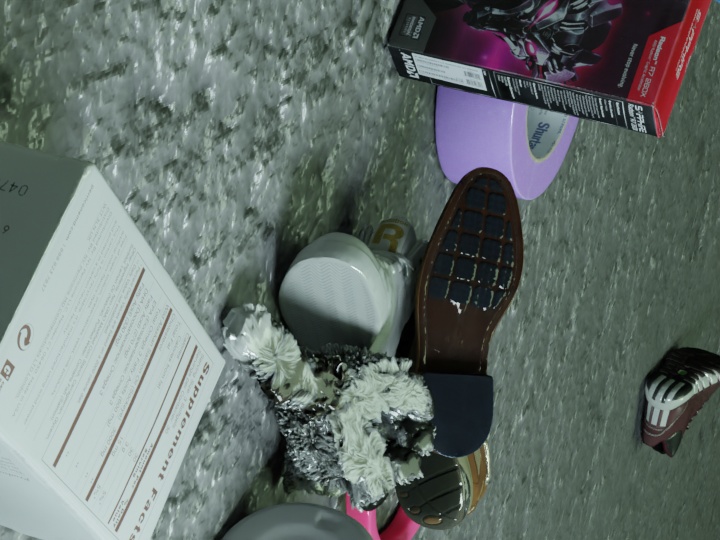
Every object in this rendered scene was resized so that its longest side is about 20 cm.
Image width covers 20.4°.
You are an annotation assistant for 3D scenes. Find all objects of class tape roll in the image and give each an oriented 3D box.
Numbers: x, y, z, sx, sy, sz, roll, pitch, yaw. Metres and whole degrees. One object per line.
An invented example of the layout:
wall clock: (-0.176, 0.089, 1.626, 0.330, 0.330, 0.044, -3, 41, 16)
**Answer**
tape roll: (0.126, -0.160, 1.581, 0.200, 0.066, 0.200, 14, 90, -69)

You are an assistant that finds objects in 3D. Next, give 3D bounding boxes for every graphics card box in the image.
graphics card box: (0.132, -0.177, 1.389, 0.051, 0.200, 0.126, 59, 49, -63)

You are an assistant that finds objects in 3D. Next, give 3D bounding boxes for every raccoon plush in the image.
raccoon plush: (-0.040, 0.079, 1.328, 0.097, 0.134, 0.200, -51, 117, -27)

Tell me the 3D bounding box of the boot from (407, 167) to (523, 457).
boot: (0.060, 0.029, 1.399, 0.097, 0.075, 0.200, 171, -70, -74)

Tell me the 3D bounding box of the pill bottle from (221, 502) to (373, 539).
pill bottle: (-0.038, 0.264, 1.358, 0.114, 0.114, 0.200, -56, 153, -43)

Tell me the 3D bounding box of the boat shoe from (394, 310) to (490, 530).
boat shoe: (0.055, 0.090, 1.494, 0.074, 0.076, 0.200, -14, 100, -57)

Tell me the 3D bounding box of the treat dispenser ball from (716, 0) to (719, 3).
treat dispenser ball: (0.418, -0.359, 2.025, 0.201, 0.201, 0.201, 14, 90, -70)

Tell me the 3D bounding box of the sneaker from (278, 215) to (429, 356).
sneaker: (0.000, 0.000, 1.357, 0.200, 0.074, 0.116, 85, 24, -62)

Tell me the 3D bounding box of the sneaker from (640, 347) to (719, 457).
sneaker: (0.405, 0.173, 2.555, 0.200, 0.076, 0.116, -20, 128, -54)

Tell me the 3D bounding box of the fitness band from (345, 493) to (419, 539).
fitness band: (0.029, 0.163, 1.582, 0.200, 0.037, 0.144, 25, 80, -70)

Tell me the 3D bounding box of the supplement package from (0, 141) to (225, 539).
supplement package: (-0.157, 0.035, 0.883, 0.200, 0.117, 0.117, 65, 43, -60)
